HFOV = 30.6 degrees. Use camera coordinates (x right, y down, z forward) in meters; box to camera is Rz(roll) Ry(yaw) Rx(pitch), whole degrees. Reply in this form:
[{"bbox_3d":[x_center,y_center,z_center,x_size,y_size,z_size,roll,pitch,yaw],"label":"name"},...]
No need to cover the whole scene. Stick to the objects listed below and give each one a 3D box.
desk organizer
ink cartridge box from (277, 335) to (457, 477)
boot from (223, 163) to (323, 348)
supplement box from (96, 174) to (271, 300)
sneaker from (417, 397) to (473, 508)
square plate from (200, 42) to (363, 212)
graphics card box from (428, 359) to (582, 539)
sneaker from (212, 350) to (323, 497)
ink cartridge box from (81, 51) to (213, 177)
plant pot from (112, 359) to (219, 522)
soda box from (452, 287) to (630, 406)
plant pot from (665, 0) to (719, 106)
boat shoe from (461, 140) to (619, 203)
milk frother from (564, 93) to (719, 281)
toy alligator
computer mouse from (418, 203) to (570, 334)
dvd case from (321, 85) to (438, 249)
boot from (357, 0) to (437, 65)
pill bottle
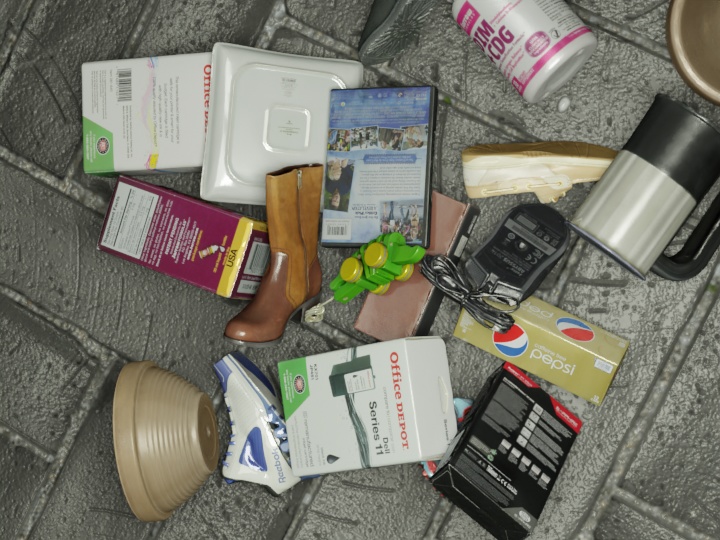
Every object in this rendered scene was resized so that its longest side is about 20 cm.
[{"bbox_3d":[0.071,-0.001,1.640,0.077,0.072,0.201,24,93,16],"label":"desk organizer"},{"bbox_3d":[0.008,0.164,1.579,0.199,0.083,0.148,-14,81,36],"label":"ink cartridge box"},{"bbox_3d":[-0.100,-0.019,1.598,0.068,0.188,0.202,19,117,33],"label":"boot"},{"bbox_3d":[-0.211,-0.039,1.674,0.199,0.131,0.104,20,93,20],"label":"supplement box"},{"bbox_3d":[0.103,0.196,1.620,0.095,0.079,0.201,-31,81,9],"label":"sneaker"},{"bbox_3d":[-0.096,-0.179,1.664,0.198,0.028,0.200,5,89,-16],"label":"square plate"},{"bbox_3d":[0.173,0.212,1.536,0.125,0.200,0.051,40,132,-3],"label":"graphics card box"},{"bbox_3d":[-0.144,0.209,1.679,0.115,0.081,0.200,-38,81,7],"label":"sneaker"},{"bbox_3d":[-0.257,-0.201,1.722,0.198,0.084,0.146,-2,87,14],"label":"ink cartridge box"},{"bbox_3d":[-0.233,0.209,1.642,0.092,0.201,0.203,-7,86,8],"label":"plant pot"},{"bbox_3d":[0.218,0.082,1.592,0.199,0.068,0.064,26,120,13],"label":"soda box"},{"bbox_3d":[0.453,-0.281,1.488,0.198,0.175,0.202,1,97,7],"label":"plant pot"},{"bbox_3d":[0.223,-0.117,1.612,0.198,0.074,0.070,1,111,6],"label":"boat shoe"},{"bbox_3d":[0.364,-0.076,1.495,0.180,0.200,0.189,35,94,-4],"label":"milk frother"},{"bbox_3d":[0.000,0.000,1.600,0.199,0.059,0.055,-31,50,36],"label":"toy alligator"},{"bbox_3d":[0.174,-0.007,1.589,0.138,0.053,0.200,39,58,20],"label":"computer mouse"},{"bbox_3d":[0.023,-0.127,1.624,0.142,0.018,0.202,1,84,23],"label":"dvd case"},{"bbox_3d":[0.019,-0.386,1.663,0.165,0.065,0.201,-44,61,46],"label":"boot"},{"bbox_3d":[0.183,-0.313,1.603,0.113,0.113,0.200,-42,78,9],"label":"pill bottle"}]
